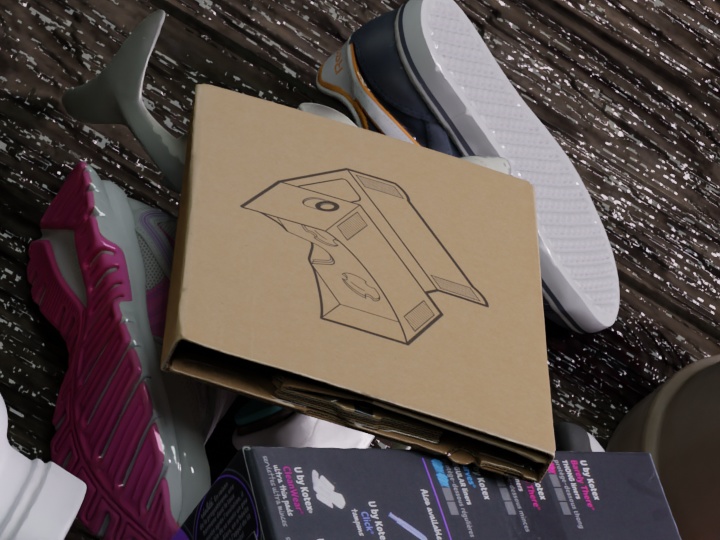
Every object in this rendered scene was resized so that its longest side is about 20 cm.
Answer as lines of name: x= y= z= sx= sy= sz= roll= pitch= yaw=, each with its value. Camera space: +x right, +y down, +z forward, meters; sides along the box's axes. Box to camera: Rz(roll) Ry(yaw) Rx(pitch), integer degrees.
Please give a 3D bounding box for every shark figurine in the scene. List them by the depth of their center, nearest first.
shark figurine: x=-0.043 y=-0.025 z=1.213 sx=0.214 sy=0.090 sz=0.128 roll=18 pitch=49 yaw=-8

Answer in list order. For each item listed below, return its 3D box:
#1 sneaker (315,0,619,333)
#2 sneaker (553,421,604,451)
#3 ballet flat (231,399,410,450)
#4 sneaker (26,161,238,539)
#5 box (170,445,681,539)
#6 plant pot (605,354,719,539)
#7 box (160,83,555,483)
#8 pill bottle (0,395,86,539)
sneaker: x=0.054 y=-0.045 z=1.307 sx=0.200 sy=0.079 sz=0.078 roll=56 pitch=31 yaw=-21
sneaker: x=0.142 y=0.166 z=1.189 sx=0.108 sy=0.067 sz=0.202 roll=1 pitch=61 yaw=-19
ballet flat: x=0.010 y=0.050 z=1.210 sx=0.069 sy=0.069 sz=0.200 roll=44 pitch=41 yaw=3
sneaker: x=-0.083 y=0.040 z=1.132 sx=0.088 sy=0.081 sz=0.200 roll=13 pitch=45 yaw=-29
box: x=0.027 y=0.146 z=1.065 sx=0.200 sy=0.122 sz=0.106 roll=3 pitch=54 yaw=-31
plant pot: x=0.244 y=0.098 z=1.246 sx=0.200 sy=0.174 sz=0.200 roll=18 pitch=49 yaw=-22
box: x=0.000 y=0.000 z=1.105 sx=0.163 sy=0.021 sz=0.200 roll=17 pitch=33 yaw=-11
pill bottle: x=-0.210 y=0.064 z=1.016 sx=0.200 sy=0.104 sz=0.104 roll=31 pitch=45 yaw=-9
